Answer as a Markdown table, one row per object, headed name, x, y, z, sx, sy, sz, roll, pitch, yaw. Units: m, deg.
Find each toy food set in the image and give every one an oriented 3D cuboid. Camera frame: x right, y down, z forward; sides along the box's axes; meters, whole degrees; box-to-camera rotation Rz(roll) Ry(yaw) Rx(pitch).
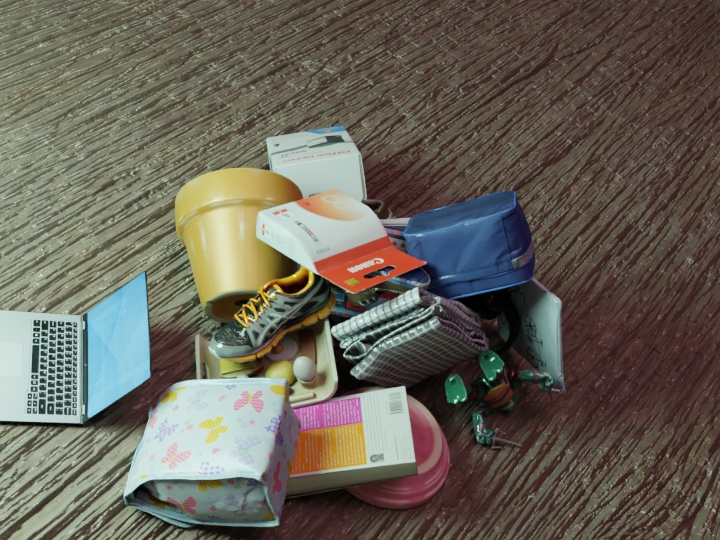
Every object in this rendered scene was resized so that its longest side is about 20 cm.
| name | x | y | z | sx | sy | sz | roll | pitch | yaw |
| --- | --- | --- | --- | --- | --- | --- | --- | --- | --- |
| toy food set | -0.136 | 0.128 | 1.454 | 0.199 | 0.061 | 0.144 | -12 | 48 | 0 |

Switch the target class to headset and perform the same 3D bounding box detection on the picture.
| name | x | y | z | sx | sy | sz | roll | pitch | yaw |
| --- | --- | --- | --- | --- | --- | --- | --- | --- | --- |
| headset | 0.186 | 0.043 | 1.654 | 0.094 | 0.123 | 0.201 | -44 | 111 | -50 |

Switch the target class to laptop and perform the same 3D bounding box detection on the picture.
| name | x | y | z | sx | sy | sz | roll | pitch | yaw |
| --- | --- | --- | --- | --- | --- | --- | --- | --- | --- |
| laptop | -0.393 | 0.098 | 1.368 | 0.199 | 0.116 | 0.188 | 5 | 45 | -20 |

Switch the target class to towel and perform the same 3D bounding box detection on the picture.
| name | x | y | z | sx | sy | sz | roll | pitch | yaw |
| --- | --- | --- | --- | --- | --- | --- | --- | --- | --- |
| towel | 0.079 | 0.105 | 1.490 | 0.200 | 0.165 | 0.086 | 24 | 45 | -57 |

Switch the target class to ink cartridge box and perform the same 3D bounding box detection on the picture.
| name | x | y | z | sx | sy | sz | roll | pitch | yaw |
| --- | --- | --- | --- | --- | --- | --- | --- | --- | --- |
| ink cartridge box | -0.078 | -0.174 | 1.722 | 0.144 | 0.084 | 0.200 | -9 | 22 | -6 |
| ink cartridge box | -0.026 | -0.047 | 1.454 | 0.199 | 0.050 | 0.162 | 27 | 33 | 36 |

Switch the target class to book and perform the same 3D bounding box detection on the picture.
| name | x | y | z | sx | sy | sz | roll | pitch | yaw |
| --- | --- | --- | --- | --- | --- | --- | --- | --- | --- |
| book | -0.028 | 0.231 | 1.397 | 0.199 | 0.048 | 0.134 | -9 | 44 | 3 |

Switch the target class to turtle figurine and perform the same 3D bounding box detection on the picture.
| name | x | y | z | sx | sy | sz | roll | pitch | yaw |
| --- | --- | --- | --- | --- | --- | --- | --- | --- | --- |
| turtle figurine | 0.211 | 0.192 | 1.561 | 0.101 | 0.150 | 0.200 | 38 | 1 | 40 |

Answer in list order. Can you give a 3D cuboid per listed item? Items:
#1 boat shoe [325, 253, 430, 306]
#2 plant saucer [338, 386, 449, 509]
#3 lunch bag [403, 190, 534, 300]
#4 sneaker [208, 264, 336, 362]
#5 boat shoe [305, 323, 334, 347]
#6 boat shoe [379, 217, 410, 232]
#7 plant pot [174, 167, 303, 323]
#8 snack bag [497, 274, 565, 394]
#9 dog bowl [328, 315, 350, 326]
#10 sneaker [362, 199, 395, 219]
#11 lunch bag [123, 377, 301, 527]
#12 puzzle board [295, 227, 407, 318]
| name | x | y | z | sx | sy | sz | roll | pitch | yaw |
| --- | --- | --- | --- | --- | --- | --- | --- | --- | --- |
| boat shoe | 0.008 | 0.010 | 1.494 | 0.199 | 0.073 | 0.072 | 18 | 24 | 23 |
| plant saucer | 0.040 | 0.245 | 1.474 | 0.199 | 0.051 | 0.201 | 14 | 44 | -13 |
| lunch bag | 0.158 | -0.024 | 1.527 | 0.199 | 0.133 | 0.136 | -14 | 15 | 16 |
| sneaker | -0.131 | 0.057 | 1.444 | 0.199 | 0.078 | 0.078 | -32 | 42 | -20 |
| boat shoe | -0.078 | 0.105 | 1.545 | 0.073 | 0.067 | 0.201 | 2 | 47 | -23 |
| boat shoe | 0.033 | -0.031 | 1.620 | 0.199 | 0.071 | 0.091 | -9 | 51 | -32 |
| plant pot | -0.180 | -0.026 | 1.550 | 0.199 | 0.200 | 0.184 | 5 | 61 | -21 |
| snack bag | 0.268 | 0.071 | 1.614 | 0.021 | 0.189 | 0.200 | -19 | 34 | -17 |
| dog bowl | 0.038 | 0.033 | 1.665 | 0.199 | 0.074 | 0.201 | 14 | 44 | -13 |
| sneaker | 0.032 | -0.075 | 1.757 | 0.199 | 0.090 | 0.067 | 24 | 42 | -2 |
| lunch bag | -0.191 | 0.235 | 1.320 | 0.199 | 0.128 | 0.170 | -2 | 41 | 10 |
| puzzle board | 0.000 | 0.000 | 1.567 | 0.199 | 0.017 | 0.152 | 12 | 77 | -14 |
